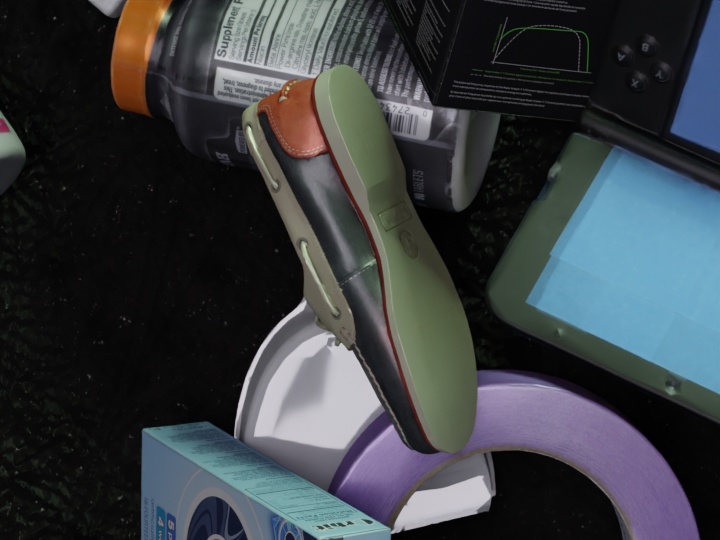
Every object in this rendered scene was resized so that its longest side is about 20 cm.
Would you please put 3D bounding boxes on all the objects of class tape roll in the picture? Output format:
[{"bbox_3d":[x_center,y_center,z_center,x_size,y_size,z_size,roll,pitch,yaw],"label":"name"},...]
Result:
[{"bbox_3d":[0.075,0.154,1.332,0.199,0.066,0.202,0,94,0],"label":"tape roll"}]

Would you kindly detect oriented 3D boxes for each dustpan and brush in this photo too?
[{"bbox_3d":[-0.014,0.042,1.386,0.139,0.057,0.201,-13,94,0],"label":"dustpan and brush"}]

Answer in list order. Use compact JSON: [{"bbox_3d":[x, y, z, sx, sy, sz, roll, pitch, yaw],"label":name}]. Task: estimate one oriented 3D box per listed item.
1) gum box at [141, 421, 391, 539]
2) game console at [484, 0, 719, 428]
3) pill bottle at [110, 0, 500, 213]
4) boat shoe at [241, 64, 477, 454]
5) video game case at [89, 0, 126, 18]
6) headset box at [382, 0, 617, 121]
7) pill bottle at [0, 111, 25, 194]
[{"bbox_3d":[-0.053,0.185,1.312,0.044,0.200,0.171,-5,104,-29],"label":"gum box"},{"bbox_3d":[0.178,-0.034,1.146,0.199,0.118,0.172,25,128,15],"label":"game console"},{"bbox_3d":[-0.029,-0.101,1.356,0.199,0.106,0.107,12,93,13],"label":"pill bottle"},{"bbox_3d":[0.000,0.000,1.276,0.062,0.071,0.201,-21,90,29],"label":"boat shoe"},{"bbox_3d":[-0.141,-0.274,1.421,0.182,0.024,0.200,41,97,9],"label":"video game case"},{"bbox_3d":[0.079,-0.204,1.246,0.092,0.174,0.201,4,122,-19],"label":"headset box"},{"bbox_3d":[-0.281,-0.114,1.407,0.113,0.113,0.201,-35,82,10],"label":"pill bottle"}]
